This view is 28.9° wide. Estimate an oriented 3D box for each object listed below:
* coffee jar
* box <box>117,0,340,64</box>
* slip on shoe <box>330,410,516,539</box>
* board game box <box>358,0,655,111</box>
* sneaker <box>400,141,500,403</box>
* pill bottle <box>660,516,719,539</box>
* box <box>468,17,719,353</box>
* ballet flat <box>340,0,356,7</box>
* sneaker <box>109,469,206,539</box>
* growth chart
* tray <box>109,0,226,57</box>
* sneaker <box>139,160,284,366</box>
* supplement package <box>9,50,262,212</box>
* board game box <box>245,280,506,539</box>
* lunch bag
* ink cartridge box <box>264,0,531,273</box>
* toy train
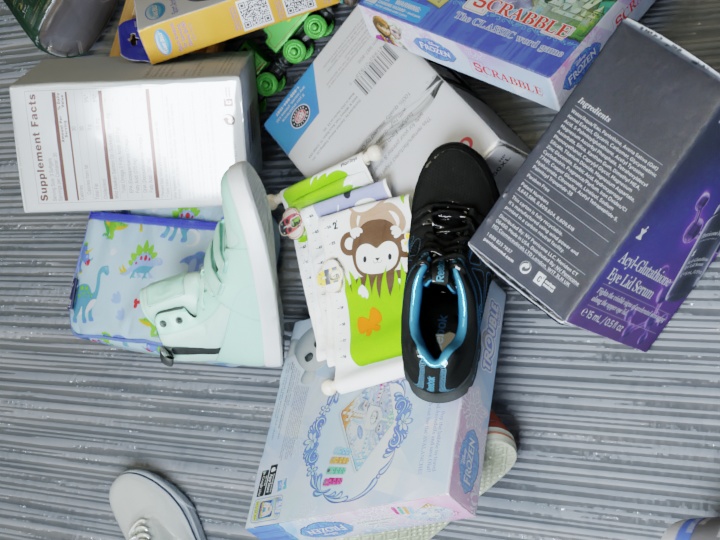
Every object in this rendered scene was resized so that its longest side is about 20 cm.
[{"bbox_3d":[-0.346,-0.320,1.488,0.200,0.085,0.104,47,110,32],"label":"coffee jar"},{"bbox_3d":[-0.126,-0.247,1.251,0.199,0.042,0.119,-17,35,-2],"label":"box"},{"bbox_3d":[0.039,0.175,1.124,0.200,0.074,0.061,-41,39,21],"label":"slip on shoe"},{"bbox_3d":[0.135,-0.237,1.109,0.200,0.041,0.200,28,68,35],"label":"board game box"},{"bbox_3d":[0.069,-0.007,1.028,0.073,0.082,0.201,1,72,6],"label":"sneaker"},{"bbox_3d":[0.301,0.212,0.899,0.200,0.114,0.114,-10,74,32],"label":"pill bottle"},{"bbox_3d":[0.199,-0.057,1.010,0.104,0.148,0.200,42,104,34],"label":"box"},{"bbox_3d":[0.000,-0.336,1.268,0.067,0.068,0.201,-9,74,4],"label":"ballet flat"},{"bbox_3d":[-0.177,0.254,1.249,0.073,0.071,0.200,-51,57,14],"label":"sneaker"},{"bbox_3d":[0.000,0.000,1.117,0.145,0.018,0.200,-29,67,31],"label":"growth chart"},{"bbox_3d":[-0.184,-0.219,1.342,0.037,0.098,0.201,16,89,60],"label":"tray"},{"bbox_3d":[-0.128,0.003,1.144,0.118,0.201,0.074,-3,37,1],"label":"sneaker"},{"bbox_3d":[-0.195,-0.125,1.240,0.199,0.117,0.118,-1,111,3],"label":"supplement package"},{"bbox_3d":[0.014,0.112,1.113,0.199,0.043,0.200,-17,46,36],"label":"board game box"},{"bbox_3d":[-0.176,0.000,1.303,0.200,0.082,0.161,8,81,35],"label":"lunch bag"},{"bbox_3d":[0.033,-0.106,1.175,0.145,0.084,0.200,-49,57,17],"label":"ink cartridge box"},{"bbox_3d":[-0.102,-0.180,1.304,0.056,0.042,0.200,43,107,-1],"label":"toy train"}]
